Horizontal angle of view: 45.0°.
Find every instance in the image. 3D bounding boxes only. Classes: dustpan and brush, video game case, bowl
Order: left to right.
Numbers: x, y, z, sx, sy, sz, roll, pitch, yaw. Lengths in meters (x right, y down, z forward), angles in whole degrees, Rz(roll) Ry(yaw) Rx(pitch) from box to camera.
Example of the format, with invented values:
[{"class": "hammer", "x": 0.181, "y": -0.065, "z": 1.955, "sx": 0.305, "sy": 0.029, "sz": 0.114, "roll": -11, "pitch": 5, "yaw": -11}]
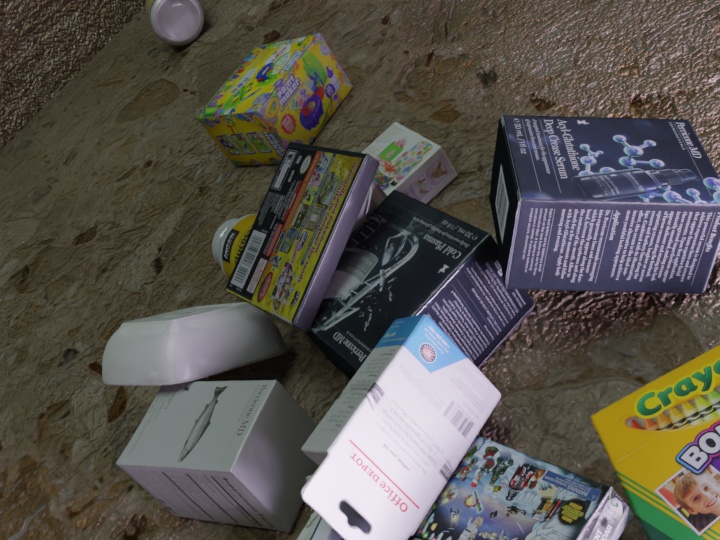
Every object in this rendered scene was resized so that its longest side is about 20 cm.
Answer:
[{"class": "bowl", "x": -0.217, "y": 0.090, "z": 1.112, "sx": 0.197, "sy": 0.077, "sz": 0.197, "roll": -5, "pitch": 5, "yaw": 44}, {"class": "video game case", "x": -0.072, "y": -0.047, "z": 1.011, "sx": 0.179, "sy": 0.025, "sz": 0.204, "roll": 19, "pitch": 84, "yaw": 55}, {"class": "dustpan and brush", "x": 0.000, "y": 0.000, "z": 1.095, "sx": 0.057, "sy": 0.139, "sz": 0.203, "roll": 30, "pitch": 88, "yaw": 20}]

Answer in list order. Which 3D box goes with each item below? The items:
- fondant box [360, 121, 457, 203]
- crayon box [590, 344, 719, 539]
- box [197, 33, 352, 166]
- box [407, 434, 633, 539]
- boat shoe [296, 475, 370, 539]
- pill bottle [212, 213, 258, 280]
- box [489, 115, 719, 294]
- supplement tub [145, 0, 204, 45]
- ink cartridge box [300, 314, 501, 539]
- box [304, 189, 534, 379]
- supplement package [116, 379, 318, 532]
[{"class": "fondant box", "x": 0.021, "y": -0.110, "z": 1.231, "sx": 0.200, "sy": 0.058, "sz": 0.144, "roll": -43, "pitch": 33, "yaw": -4}, {"class": "crayon box", "x": 0.300, "y": 0.140, "z": 0.667, "sx": 0.198, "sy": 0.059, "sz": 0.174, "roll": -32, "pitch": 34, "yaw": 12}, {"class": "box", "x": -0.154, "y": -0.305, "z": 1.571, "sx": 0.190, "sy": 0.123, "sz": 0.202, "roll": 5, "pitch": 52, "yaw": 47}, {"class": "box", "x": 0.116, "y": 0.221, "z": 0.733, "sx": 0.138, "sy": 0.040, "sz": 0.199, "roll": -51, "pitch": 22, "yaw": -16}, {"class": "boat shoe", "x": -0.025, "y": 0.243, "z": 0.861, "sx": 0.085, "sy": 0.074, "sz": 0.205, "roll": 11, "pitch": 67, "yaw": 54}, {"class": "pill bottle", "x": -0.131, "y": -0.017, "z": 1.221, "sx": 0.112, "sy": 0.113, "sz": 0.198, "roll": -49, "pitch": 35, "yaw": -16}, {"class": "box", "x": 0.234, "y": -0.067, "z": 0.852, "sx": 0.195, "sy": 0.109, "sz": 0.150, "roll": 1, "pitch": 40, "yaw": -1}, {"class": "supplement tub", "x": -0.507, "y": -0.705, "z": 2.363, "sx": 0.143, "sy": 0.145, "sz": 0.201, "roll": -37, "pitch": 33, "yaw": 2}, {"class": "ink cartridge box", "x": 0.028, "y": 0.155, "z": 0.801, "sx": 0.201, "sy": 0.116, "sz": 0.066, "roll": -51, "pitch": 16, "yaw": -22}, {"class": "box", "x": 0.050, "y": 0.039, "z": 0.973, "sx": 0.197, "sy": 0.124, "sz": 0.199, "roll": -47, "pitch": 34, "yaw": -8}, {"class": "supplement package", "x": -0.155, "y": 0.204, "z": 0.980, "sx": 0.197, "sy": 0.118, "sz": 0.118, "roll": -7, "pitch": 42, "yaw": 38}]
